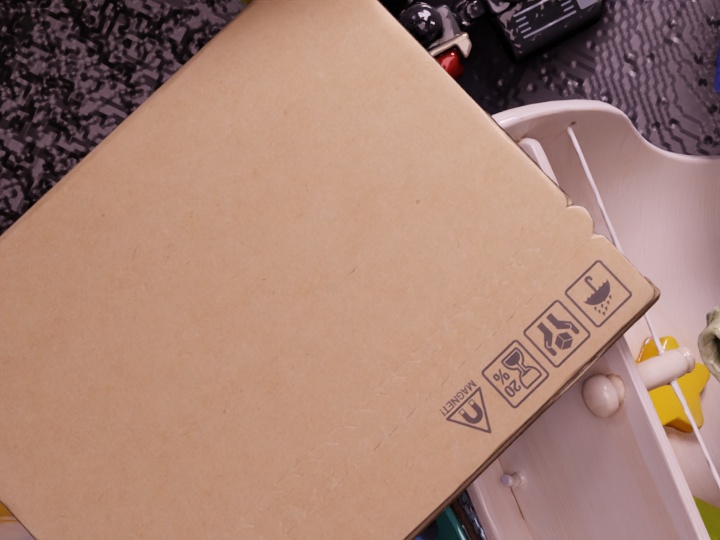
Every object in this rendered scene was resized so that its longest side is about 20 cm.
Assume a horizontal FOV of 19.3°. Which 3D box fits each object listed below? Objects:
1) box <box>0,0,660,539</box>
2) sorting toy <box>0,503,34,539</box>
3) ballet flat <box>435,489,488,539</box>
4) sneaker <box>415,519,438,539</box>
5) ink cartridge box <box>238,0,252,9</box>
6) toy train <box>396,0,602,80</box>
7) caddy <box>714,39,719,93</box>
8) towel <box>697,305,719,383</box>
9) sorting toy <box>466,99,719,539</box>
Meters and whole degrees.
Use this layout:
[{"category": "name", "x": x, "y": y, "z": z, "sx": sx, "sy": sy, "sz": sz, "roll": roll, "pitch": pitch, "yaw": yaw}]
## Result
[{"category": "box", "x": -0.030, "y": 0.018, "z": 0.679, "sx": 0.200, "sy": 0.021, "sz": 0.164, "roll": -43, "pitch": 83, "yaw": -5}, {"category": "sorting toy", "x": -0.129, "y": 0.090, "z": 0.724, "sx": 0.198, "sy": 0.107, "sz": 0.181, "roll": 14, "pitch": 54, "yaw": -4}, {"category": "ballet flat", "x": 0.042, "y": 0.069, "z": 0.808, "sx": 0.074, "sy": 0.074, "sz": 0.201, "roll": -27, "pitch": 90, "yaw": 2}, {"category": "sneaker", "x": 0.000, "y": 0.000, "z": 0.735, "sx": 0.078, "sy": 0.066, "sz": 0.202, "roll": 2, "pitch": 94, "yaw": 21}, {"category": "ink cartridge box", "x": -0.036, "y": -0.173, "z": 0.751, "sx": 0.083, "sy": 0.200, "sz": 0.146, "roll": -24, "pitch": 87, "yaw": 2}, {"category": "toy train", "x": 0.014, "y": -0.075, "z": 0.830, "sx": 0.199, "sy": 0.034, "sz": 0.046, "roll": -28, "pitch": 99, "yaw": 1}, {"category": "caddy", "x": 0.216, "y": -0.100, "z": 0.744, "sx": 0.141, "sy": 0.199, "sz": 0.106, "roll": 9, "pitch": 94, "yaw": -37}, {"category": "towel", "x": 0.207, "y": 0.047, "z": 0.757, "sx": 0.199, "sy": 0.036, "sz": 0.149, "roll": -22, "pitch": 85, "yaw": -42}, {"category": "sorting toy", "x": 0.125, "y": 0.037, "z": 0.771, "sx": 0.179, "sy": 0.107, "sz": 0.201, "roll": -16, "pitch": 79, "yaw": -33}]
